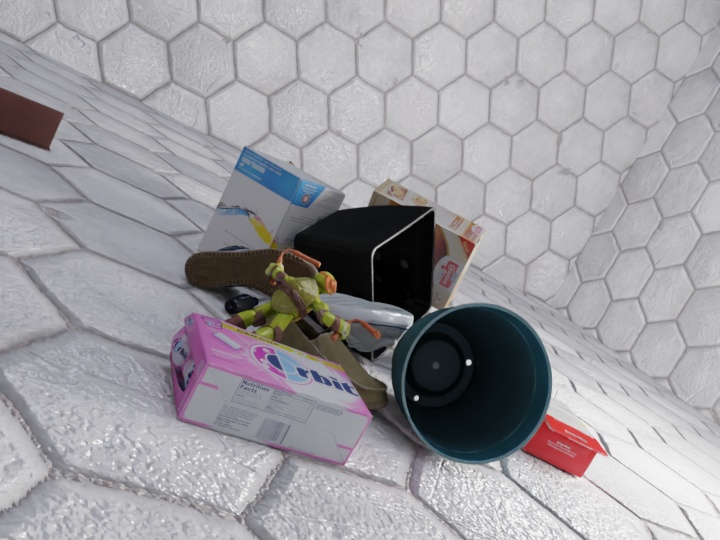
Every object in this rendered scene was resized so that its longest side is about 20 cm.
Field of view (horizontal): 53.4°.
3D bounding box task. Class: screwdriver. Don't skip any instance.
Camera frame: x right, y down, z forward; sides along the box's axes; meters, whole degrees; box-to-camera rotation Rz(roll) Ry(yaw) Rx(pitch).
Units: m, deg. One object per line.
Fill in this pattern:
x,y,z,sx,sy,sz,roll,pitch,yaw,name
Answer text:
-0.150,0.045,1.094,0.029,0.028,0.200,1,4,21,screwdriver

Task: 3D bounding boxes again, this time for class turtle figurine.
-0.083,0.050,0.894,0.200,0.161,0.065,41,-22,32,turtle figurine

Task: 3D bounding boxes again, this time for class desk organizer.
-0.648,-0.294,1.287,0.199,0.077,0.072,19,14,-45,desk organizer

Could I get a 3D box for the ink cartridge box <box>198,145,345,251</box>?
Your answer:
-0.155,-0.085,1.252,0.144,0.201,0.147,31,10,27,ink cartridge box

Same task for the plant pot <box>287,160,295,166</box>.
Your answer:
-0.134,-0.090,1.491,0.200,0.187,0.187,42,8,-8,plant pot

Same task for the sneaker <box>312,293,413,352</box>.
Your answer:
0.004,0.081,1.017,0.073,0.071,0.199,25,6,42,sneaker

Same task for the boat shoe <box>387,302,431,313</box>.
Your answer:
0.088,0.111,1.318,0.199,0.076,0.074,11,39,-44,boat shoe

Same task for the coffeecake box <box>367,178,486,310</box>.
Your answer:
0.098,-0.045,1.272,0.199,0.154,0.073,29,34,11,coffeecake box

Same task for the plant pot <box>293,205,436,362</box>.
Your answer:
0.000,0.000,1.191,0.177,0.201,0.199,16,32,30,plant pot

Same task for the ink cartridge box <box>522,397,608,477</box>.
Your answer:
0.313,0.264,1.182,0.116,0.067,0.200,27,10,-9,ink cartridge box

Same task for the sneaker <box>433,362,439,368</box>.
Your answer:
0.140,0.149,1.223,0.073,0.088,0.200,29,9,1,sneaker

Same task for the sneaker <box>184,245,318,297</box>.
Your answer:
-0.152,-0.001,1.082,0.199,0.071,0.108,5,4,9,sneaker

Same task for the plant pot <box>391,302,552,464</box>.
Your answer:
0.129,0.141,0.978,0.199,0.201,0.188,27,-5,-10,plant pot

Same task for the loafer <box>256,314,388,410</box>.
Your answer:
-0.045,0.114,0.938,0.199,0.068,0.076,29,10,4,loafer

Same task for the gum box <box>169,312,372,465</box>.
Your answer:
-0.100,0.121,0.744,0.199,0.066,0.114,24,12,-27,gum box

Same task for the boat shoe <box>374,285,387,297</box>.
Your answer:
0.047,0.045,1.339,0.199,0.072,0.062,-6,63,-17,boat shoe
